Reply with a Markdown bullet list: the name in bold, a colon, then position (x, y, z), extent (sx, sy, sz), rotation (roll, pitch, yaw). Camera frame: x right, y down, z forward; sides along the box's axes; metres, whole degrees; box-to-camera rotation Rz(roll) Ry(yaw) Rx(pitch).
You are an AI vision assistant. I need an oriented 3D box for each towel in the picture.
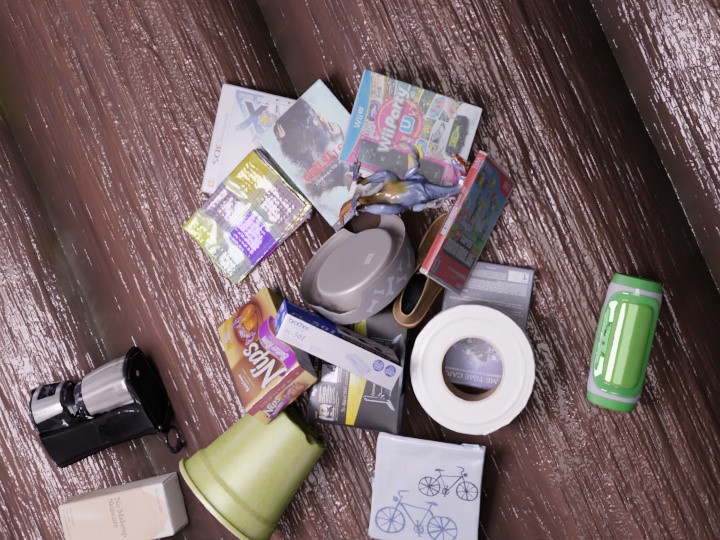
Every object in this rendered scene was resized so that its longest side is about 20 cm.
- **towel**: position (-0.189, -0.089, 1.627), extent (0.200, 0.023, 0.144), rotation (-42, 91, 17)

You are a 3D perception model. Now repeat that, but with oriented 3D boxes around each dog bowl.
- **dog bowl**: position (0.000, 0.000, 1.537), extent (0.198, 0.201, 0.059), rotation (-34, 121, 10)

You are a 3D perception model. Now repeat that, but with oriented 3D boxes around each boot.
- **boot**: position (0.113, -0.006, 1.543), extent (0.072, 0.076, 0.203), rotation (25, 77, 8)

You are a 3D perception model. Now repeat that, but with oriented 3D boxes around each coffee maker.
- **coffee maker**: position (-0.432, 0.254, 1.648), extent (0.197, 0.135, 0.196), rotation (-21, 90, 11)

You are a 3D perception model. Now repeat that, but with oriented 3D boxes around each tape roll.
- **tape roll**: position (0.179, 0.153, 1.550), extent (0.198, 0.071, 0.208), rotation (0, 93, 9)

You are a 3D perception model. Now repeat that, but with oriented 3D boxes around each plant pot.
- **plant pot**: position (-0.161, 0.312, 1.589), extent (0.200, 0.200, 0.185), rotation (43, 87, 5)

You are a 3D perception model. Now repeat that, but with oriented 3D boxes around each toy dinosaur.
- **toy dinosaur**: position (0.075, -0.134, 1.510), extent (0.177, 0.200, 0.108), rotation (1, 82, -18)

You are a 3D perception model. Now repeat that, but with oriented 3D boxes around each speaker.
- **speaker**: position (0.409, 0.111, 1.518), extent (0.087, 0.088, 0.205), rotation (12, 95, 9)

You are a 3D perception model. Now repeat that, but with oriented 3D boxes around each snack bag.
- **snack bag**: position (0.106, 0.361, 1.595), extent (0.184, 0.021, 0.205), rotation (6, 108, 11)

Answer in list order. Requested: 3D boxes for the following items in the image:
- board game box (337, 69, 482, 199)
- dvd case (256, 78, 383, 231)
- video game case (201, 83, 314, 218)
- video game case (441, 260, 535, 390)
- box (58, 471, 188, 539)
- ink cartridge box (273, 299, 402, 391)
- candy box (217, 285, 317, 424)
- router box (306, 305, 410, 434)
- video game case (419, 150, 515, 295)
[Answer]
- **board game box**: position (0.077, -0.214, 1.554), extent (0.196, 0.064, 0.151), rotation (17, 94, -1)
- **dvd case**: position (-0.052, -0.188, 1.596), extent (0.146, 0.022, 0.201), rotation (-41, 95, 3)
- **video game case**: position (-0.156, -0.200, 1.632), extent (0.196, 0.022, 0.186), rotation (14, 95, 9)
- **video game case**: position (0.199, 0.089, 1.587), extent (0.140, 0.019, 0.205), rotation (9, 95, 10)
- **box**: position (-0.405, 0.419, 1.680), extent (0.196, 0.078, 0.097), rotation (-16, 90, 11)
- **ink cartridge box**: position (-0.036, 0.114, 1.507), extent (0.197, 0.094, 0.045), rotation (25, 98, -12)
- **candy box**: position (-0.152, 0.133, 1.572), extent (0.116, 0.201, 0.056), rotation (-40, 131, 11)
- **router box**: position (-0.001, 0.155, 1.608), extent (0.154, 0.052, 0.205), rotation (7, 94, 10)
- **video game case**: position (0.168, -0.070, 1.512), extent (0.017, 0.142, 0.203), rotation (26, 89, 30)
